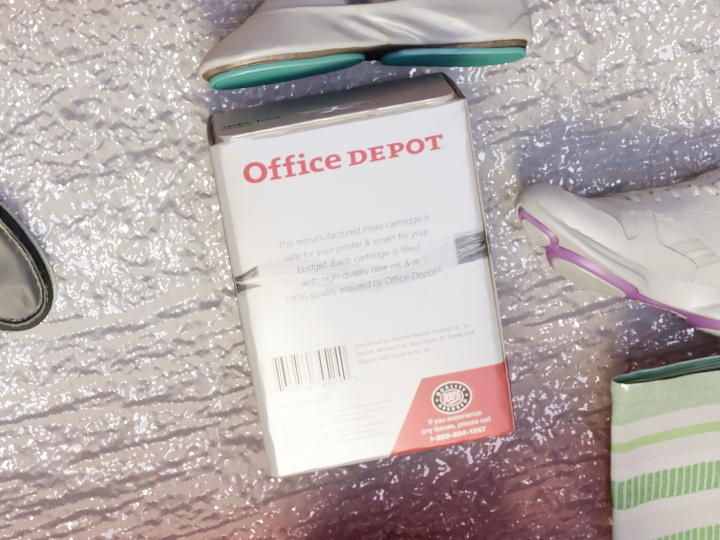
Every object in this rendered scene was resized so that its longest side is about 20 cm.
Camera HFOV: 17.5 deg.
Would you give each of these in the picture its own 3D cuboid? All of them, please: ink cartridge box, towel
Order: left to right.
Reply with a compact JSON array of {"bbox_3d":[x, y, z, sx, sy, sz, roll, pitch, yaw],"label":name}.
[{"bbox_3d":[0.000,0.000,1.333,0.146,0.083,0.202,-10,106,-2],"label":"ink cartridge box"},{"bbox_3d":[0.226,0.138,1.440,0.151,0.023,0.201,-10,123,-10],"label":"towel"}]

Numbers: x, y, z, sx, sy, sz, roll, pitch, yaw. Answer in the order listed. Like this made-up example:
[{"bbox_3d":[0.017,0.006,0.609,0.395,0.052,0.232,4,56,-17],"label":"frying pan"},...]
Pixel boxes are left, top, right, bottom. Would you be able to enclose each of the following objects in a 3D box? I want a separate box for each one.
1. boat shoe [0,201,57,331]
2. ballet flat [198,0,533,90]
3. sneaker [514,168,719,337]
[{"bbox_3d":[-0.244,-0.030,1.279,0.074,0.066,0.199,-43,110,-1],"label":"boat shoe"},{"bbox_3d":[0.001,-0.142,1.323,0.198,0.069,0.070,-7,106,-17],"label":"ballet flat"},{"bbox_3d":[0.181,-0.025,1.398,0.199,0.075,0.100,20,86,-24],"label":"sneaker"}]
